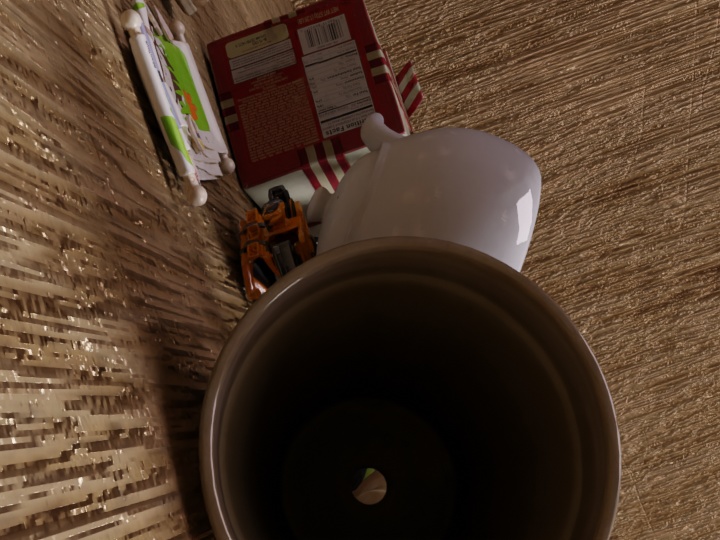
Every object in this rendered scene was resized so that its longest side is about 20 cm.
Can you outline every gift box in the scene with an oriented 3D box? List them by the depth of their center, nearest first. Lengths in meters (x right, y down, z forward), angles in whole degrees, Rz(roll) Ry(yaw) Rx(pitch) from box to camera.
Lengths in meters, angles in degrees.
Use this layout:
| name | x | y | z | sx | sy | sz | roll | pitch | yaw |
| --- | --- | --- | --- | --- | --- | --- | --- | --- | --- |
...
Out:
| name | x | y | z | sx | sy | sz | roll | pitch | yaw |
| --- | --- | --- | --- | --- | --- | --- | --- | --- | --- |
| gift box | -0.031 | -0.156 | 0.995 | 0.187 | 0.183 | 0.201 | 56 | 22 | -69 |

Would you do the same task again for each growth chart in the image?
| name | x | y | z | sx | sy | sz | roll | pitch | yaw |
| --- | --- | --- | --- | --- | --- | --- | --- | --- | --- |
| growth chart | -0.126 | -0.123 | 0.701 | 0.200 | 0.018 | 0.145 | -92 | 163 | -80 |

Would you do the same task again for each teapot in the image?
| name | x | y | z | sx | sy | sz | roll | pitch | yaw |
| --- | --- | --- | --- | --- | --- | --- | --- | --- | --- |
| teapot | 0.030 | -0.020 | 0.718 | 0.200 | 0.145 | 0.198 | 160 | -50 | -85 |

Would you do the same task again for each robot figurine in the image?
| name | x | y | z | sx | sy | sz | roll | pitch | yaw |
| --- | --- | --- | --- | --- | --- | --- | --- | --- | --- |
| robot figurine | -0.045 | 0.034 | 0.790 | 0.145 | 0.058 | 0.201 | -103 | 174 | -60 |

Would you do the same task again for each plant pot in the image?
| name | x | y | z | sx | sy | sz | roll | pitch | yaw |
| --- | --- | --- | --- | --- | --- | --- | --- | --- | --- |
| plant pot | 0.015 | 0.107 | 0.537 | 0.174 | 0.199 | 0.201 | 109 | -35 | -69 |

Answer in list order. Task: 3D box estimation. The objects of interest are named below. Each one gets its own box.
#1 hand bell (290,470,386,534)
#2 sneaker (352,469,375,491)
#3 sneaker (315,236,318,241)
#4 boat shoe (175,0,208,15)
| name | x | y | z | sx | sy | sz | roll | pitch | yaw |
| --- | --- | --- | --- | --- | --- | --- | --- | --- | --- |
| hand bell | 0.000 | 0.179 | 0.701 | 0.200 | 0.104 | 0.105 | 35 | 35 | -64 |
| sneaker | 0.044 | 0.105 | 0.857 | 0.082 | 0.201 | 0.072 | 23 | 8 | -19 |
| sneaker | -0.046 | -0.109 | 1.130 | 0.200 | 0.083 | 0.121 | -120 | -156 | -69 |
| boat shoe | -0.151 | -0.310 | 0.850 | 0.074 | 0.069 | 0.201 | 61 | 11 | -70 |
